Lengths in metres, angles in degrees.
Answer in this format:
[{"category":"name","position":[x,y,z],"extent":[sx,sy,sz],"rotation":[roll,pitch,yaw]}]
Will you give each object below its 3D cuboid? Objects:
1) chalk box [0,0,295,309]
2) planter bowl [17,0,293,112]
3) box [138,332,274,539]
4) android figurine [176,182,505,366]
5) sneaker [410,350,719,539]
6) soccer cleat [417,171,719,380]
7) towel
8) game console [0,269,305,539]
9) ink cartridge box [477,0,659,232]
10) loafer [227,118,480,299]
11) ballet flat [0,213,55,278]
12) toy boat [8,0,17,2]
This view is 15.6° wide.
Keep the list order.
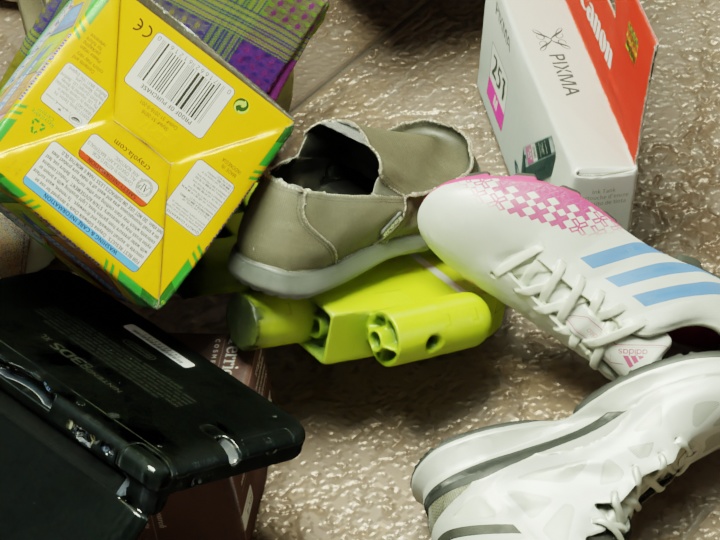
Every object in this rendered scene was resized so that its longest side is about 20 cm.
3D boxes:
[{"category":"chalk box","position":[-0.136,-0.066,1.413],"extent":[0.124,0.124,0.200],"rotation":[-54,12,-9]},{"category":"planter bowl","position":[-0.134,-0.172,1.574],"extent":[0.134,0.201,0.201],"rotation":[-14,44,-14]},{"category":"box","position":[-0.152,0.090,1.412],"extent":[0.199,0.075,0.100],"rotation":[2,44,9]},{"category":"android figurine","position":[0.000,0.000,1.454],"extent":[0.199,0.041,0.182],"rotation":[-9,31,-33]},{"category":"sneaker","position":[0.134,0.122,1.343],"extent":[0.200,0.076,0.116],"rotation":[-20,53,1]},{"category":"soccer cleat","position":[0.123,0.013,1.396],"extent":[0.199,0.070,0.087],"rotation":[21,41,-12]},{"category":"towel","position":[-0.119,-0.115,1.497],"extent":[0.143,0.200,0.023],"rotation":[26,37,-12]},{"category":"game console","position":[-0.160,0.099,1.341],"extent":[0.200,0.117,0.175],"rotation":[31,27,33]},{"category":"ink cartridge box","position":[0.114,-0.116,1.502],"extent":[0.043,0.174,0.200],"rotation":[-6,43,-10]},{"category":"loafer","position":[0.005,-0.047,1.422],"extent":[0.075,0.070,0.200],"rotation":[22,31,24]},{"category":"ballet flat","position":[-0.193,-0.049,1.569],"extent":[0.067,0.068,0.201],"rotation":[11,46,-4]},{"category":"toy boat","position":[-0.205,-0.281,1.758],"extent":[0.130,0.131,0.201],"rotation":[-5,44,4]}]
